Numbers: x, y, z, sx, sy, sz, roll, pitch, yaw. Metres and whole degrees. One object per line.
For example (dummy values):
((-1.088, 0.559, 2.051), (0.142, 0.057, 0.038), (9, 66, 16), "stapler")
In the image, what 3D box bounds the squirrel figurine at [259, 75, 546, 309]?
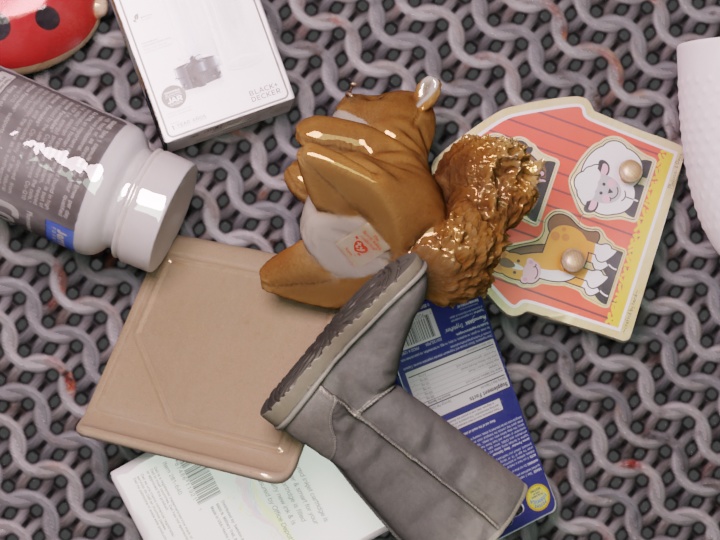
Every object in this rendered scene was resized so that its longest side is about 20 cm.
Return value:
((0.039, -0.065, 1.280), (0.199, 0.187, 0.142), (16, 128, 6), "squirrel figurine")

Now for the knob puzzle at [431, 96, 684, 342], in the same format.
((0.154, -0.056, 1.353), (0.219, 0.030, 0.220), (0, 79, -2), "knob puzzle")

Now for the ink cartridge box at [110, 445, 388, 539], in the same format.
((-0.078, 0.178, 1.320), (0.200, 0.084, 0.145), (-28, 87, -3), "ink cartridge box")

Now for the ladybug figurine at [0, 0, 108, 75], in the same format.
((-0.308, -0.230, 1.341), (0.199, 0.072, 0.136), (3, 87, -2), "ladybug figurine")

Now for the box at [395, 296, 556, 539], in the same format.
((0.080, 0.120, 1.322), (0.121, 0.032, 0.201), (-17, 85, -42), "box")

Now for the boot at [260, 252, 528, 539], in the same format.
((0.049, 0.110, 1.213), (0.200, 0.073, 0.182), (40, 103, -8), "boot")

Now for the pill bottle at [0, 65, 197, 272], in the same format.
((-0.239, -0.081, 1.309), (0.199, 0.114, 0.114), (24, 87, 4), "pill bottle")

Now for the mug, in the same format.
((0.335, -0.097, 1.291), (0.147, 0.200, 0.176), (-3, 93, -7), "mug")

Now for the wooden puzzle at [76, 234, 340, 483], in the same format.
((-0.106, 0.068, 1.293), (0.184, 0.037, 0.200), (11, 59, 21), "wooden puzzle")

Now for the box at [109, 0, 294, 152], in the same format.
((-0.141, -0.211, 1.347), (0.116, 0.060, 0.201), (-21, 88, -7), "box")
